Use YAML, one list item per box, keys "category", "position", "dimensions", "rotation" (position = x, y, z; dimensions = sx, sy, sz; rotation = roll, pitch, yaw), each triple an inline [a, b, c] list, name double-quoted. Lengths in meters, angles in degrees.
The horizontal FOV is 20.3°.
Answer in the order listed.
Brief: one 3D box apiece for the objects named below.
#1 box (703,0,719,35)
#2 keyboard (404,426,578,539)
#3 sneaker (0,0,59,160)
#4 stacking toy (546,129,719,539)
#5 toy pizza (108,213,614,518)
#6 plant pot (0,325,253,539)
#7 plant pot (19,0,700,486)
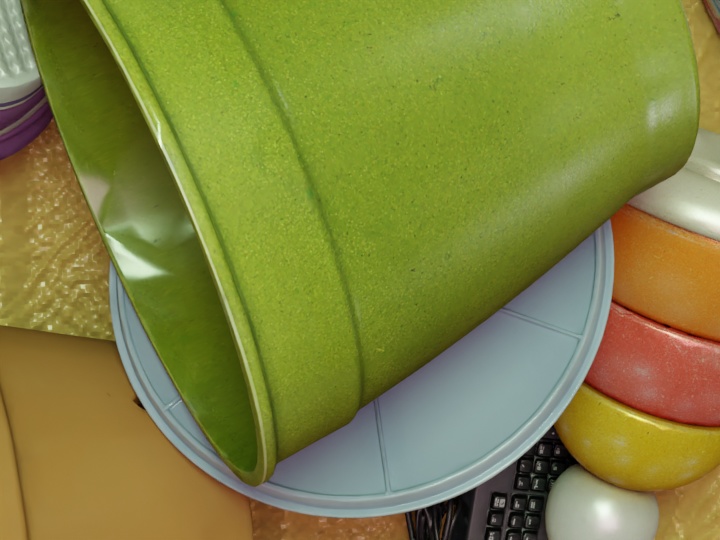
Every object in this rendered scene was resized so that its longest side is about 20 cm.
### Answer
- category: "box"
  position: [0.247, -0.159, 0.862]
  dimensions: [0.199, 0.103, 0.095]
  rotation: [-28, 101, -1]
- category: "keyboard"
  position: [0.063, 0.163, 0.921]
  dimensions: [0.103, 0.040, 0.202]
  rotation: [7, 97, -9]
- category: "sneaker"
  position: [-0.121, -0.124, 0.840]
  dimensions: [0.073, 0.114, 0.201]
  rotation: [40, 60, 2]
- category: "stacking toy"
  position: [0.125, 0.043, 0.860]
  dimensions: [0.145, 0.146, 0.201]
  rotation: [16, 105, -9]
- category: "toy pizza"
  position: [0.000, 0.000, 0.790]
  dimensions: [0.198, 0.032, 0.202]
  rotation: [-2, 71, 7]
- category: "plant pot"
  position: [-0.130, 0.107, 0.821]
  dimensions: [0.139, 0.200, 0.202]
  rotation: [-6, 100, -23]
- category: "plant pot"
  position: [0.007, -0.056, 0.704]
  dimensions: [0.192, 0.200, 0.202]
  rotation: [-24, 101, -14]
